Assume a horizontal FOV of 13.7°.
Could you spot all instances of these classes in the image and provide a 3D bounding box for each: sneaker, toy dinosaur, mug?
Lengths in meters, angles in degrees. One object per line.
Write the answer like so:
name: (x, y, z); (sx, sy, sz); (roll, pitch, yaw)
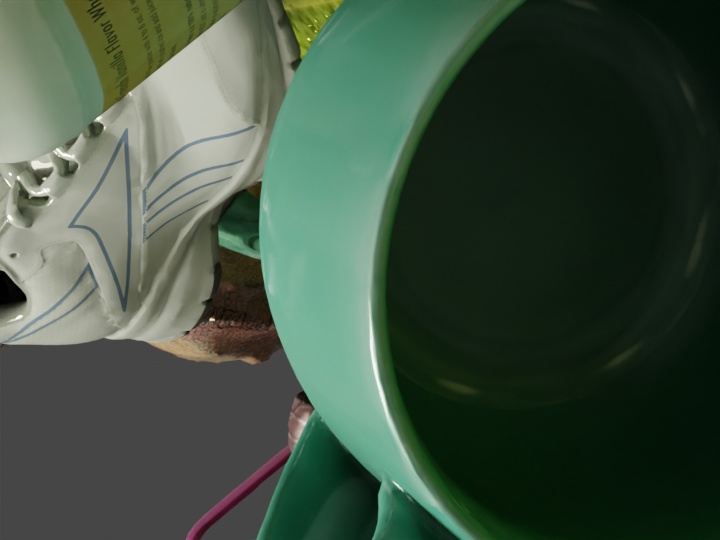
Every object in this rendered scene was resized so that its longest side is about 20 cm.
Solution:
sneaker: (-0.075, -0.035, 0.883); (0.075, 0.087, 0.200); (57, 146, 27)
toy dinosaur: (-0.039, 0.006, 1.052); (0.135, 0.200, 0.086); (40, 122, 26)
mug: (0.040, -0.005, 0.673); (0.114, 0.185, 0.153); (-151, 44, -68)

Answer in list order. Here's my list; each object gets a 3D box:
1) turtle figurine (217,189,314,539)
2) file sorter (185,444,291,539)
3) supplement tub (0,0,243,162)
turtle figurine: (0.000, 0.000, 0.953); (0.150, 0.100, 0.201); (10, 108, 58)
file sorter: (0.030, 0.159, 1.249); (0.125, 0.139, 0.200); (40, 164, 41)
supplement tub: (-0.076, -0.117, 0.711); (0.144, 0.200, 0.144); (46, 166, 15)
